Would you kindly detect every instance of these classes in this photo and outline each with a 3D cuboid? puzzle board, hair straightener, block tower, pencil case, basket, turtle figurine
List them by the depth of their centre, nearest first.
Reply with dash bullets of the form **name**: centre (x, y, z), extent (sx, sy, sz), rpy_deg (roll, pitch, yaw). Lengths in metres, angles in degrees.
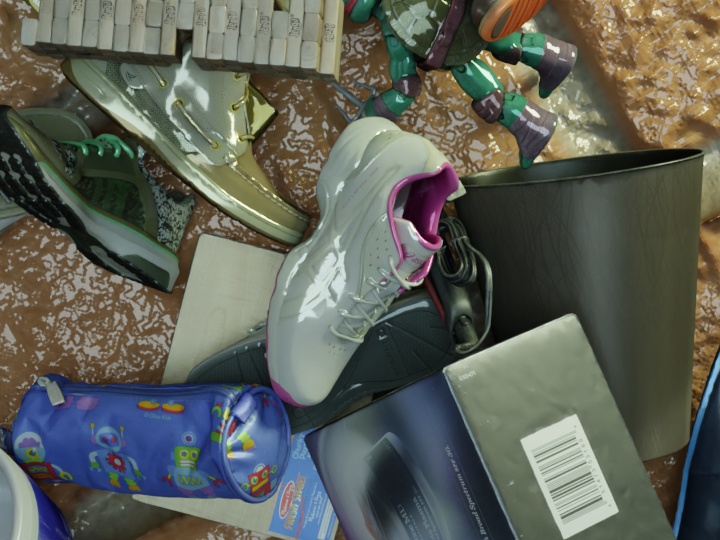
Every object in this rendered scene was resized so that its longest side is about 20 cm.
- **block tower**: centre (-0.113, -0.159, 1.283), extent (0.199, 0.054, 0.058), rpy_deg (4, 86, 4)
- **hair straightener**: centre (0.047, -0.023, 1.348), extent (0.041, 0.200, 0.077), rpy_deg (-2, 135, -16)
- **pencil case**: centre (-0.147, 0.111, 1.375), extent (0.199, 0.078, 0.087), rpy_deg (2, 129, 28)
- **turtle figurine**: centre (0.047, -0.157, 1.377), extent (0.199, 0.101, 0.150), rpy_deg (26, 77, -11)
- **basket**: centre (0.161, 0.026, 1.381), extent (0.180, 0.136, 0.201), rpy_deg (-6, 98, 20)
- **puzzle board**: centre (-0.068, 0.087, 1.443), extent (0.150, 0.017, 0.201), rpy_deg (15, 94, -2)

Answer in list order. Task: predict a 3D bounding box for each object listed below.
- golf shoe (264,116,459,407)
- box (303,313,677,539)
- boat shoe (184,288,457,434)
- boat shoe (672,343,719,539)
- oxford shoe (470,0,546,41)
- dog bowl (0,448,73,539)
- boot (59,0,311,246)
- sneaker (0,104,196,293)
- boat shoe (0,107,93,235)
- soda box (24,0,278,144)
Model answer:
- **golf shoe**: centre (0.000, 0.000, 1.318), extent (0.091, 0.075, 0.201), rpy_deg (21, 93, 40)
- **box**: centre (0.086, 0.162, 1.329), extent (0.123, 0.198, 0.201), rpy_deg (-20, 83, -32)
- **boat shoe**: centre (-0.025, 0.060, 1.408), extent (0.201, 0.065, 0.075), rpy_deg (-21, 105, 6)
- **boat shoe**: centre (0.266, 0.138, 1.417), extent (0.068, 0.084, 0.201), rpy_deg (12, 108, 15)
- **oxford shoe**: centre (0.113, -0.231, 1.364), extent (0.073, 0.071, 0.200), rpy_deg (32, 52, 3)
- **dog bowl**: centre (-0.296, 0.212, 1.363), extent (0.200, 0.200, 0.079), rpy_deg (-33, 135, 2)
- **boot**: centre (-0.079, -0.127, 1.342), extent (0.200, 0.072, 0.155), rpy_deg (40, 90, -2)
- **sneaker**: centre (-0.183, -0.067, 1.379), extent (0.077, 0.200, 0.089), rpy_deg (13, 68, 40)
- **boat shoe**: centre (-0.280, -0.049, 1.411), extent (0.200, 0.068, 0.075), rpy_deg (-32, 88, -18)
- **soda box**: centre (-0.150, -0.155, 1.405), extent (0.200, 0.064, 0.068), rpy_deg (43, 92, -3)
